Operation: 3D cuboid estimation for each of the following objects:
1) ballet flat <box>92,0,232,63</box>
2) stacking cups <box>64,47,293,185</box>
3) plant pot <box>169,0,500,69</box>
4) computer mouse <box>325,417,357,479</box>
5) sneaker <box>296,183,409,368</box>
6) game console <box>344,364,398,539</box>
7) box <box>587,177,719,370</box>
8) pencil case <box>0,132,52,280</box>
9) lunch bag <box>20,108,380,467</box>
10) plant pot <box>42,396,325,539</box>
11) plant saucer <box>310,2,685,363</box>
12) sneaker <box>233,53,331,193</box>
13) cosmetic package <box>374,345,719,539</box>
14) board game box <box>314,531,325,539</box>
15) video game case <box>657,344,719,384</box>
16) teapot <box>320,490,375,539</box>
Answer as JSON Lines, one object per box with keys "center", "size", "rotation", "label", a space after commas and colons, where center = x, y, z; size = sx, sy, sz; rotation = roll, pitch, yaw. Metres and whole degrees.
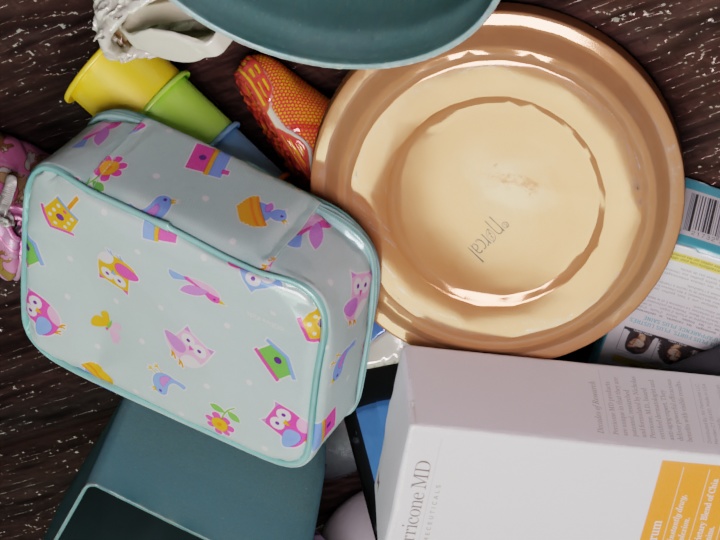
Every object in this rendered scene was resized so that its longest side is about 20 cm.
{"center": [-0.056, -0.139, 1.525], "size": [0.199, 0.072, 0.072], "rotation": [-6, 138, 30], "label": "ballet flat"}
{"center": [-0.073, -0.047, 1.597], "size": [0.200, 0.060, 0.061], "rotation": [44, 143, 3], "label": "stacking cups"}
{"center": [-0.011, -0.210, 1.350], "size": [0.199, 0.135, 0.201], "rotation": [13, 143, 10], "label": "plant pot"}
{"center": [-0.050, 0.129, 1.902], "size": [0.058, 0.034, 0.200], "rotation": [33, 143, -19], "label": "computer mouse"}
{"center": [0.000, 0.000, 1.672], "size": [0.199, 0.112, 0.077], "rotation": [-11, 180, -10], "label": "sneaker"}
{"center": [0.046, 0.152, 1.725], "size": [0.118, 0.172, 0.201], "rotation": [-15, 90, 12], "label": "game console"}
{"center": [0.181, 0.032, 1.650], "size": [0.082, 0.049, 0.200], "rotation": [17, 144, 2], "label": "box"}
{"center": [-0.272, -0.070, 1.703], "size": [0.199, 0.083, 0.087], "rotation": [27, 145, -8], "label": "pencil case"}
{"center": [-0.090, 0.011, 1.567], "size": [0.199, 0.077, 0.161], "rotation": [25, 138, 19], "label": "lunch bag"}
{"center": [-0.103, 0.132, 1.775], "size": [0.141, 0.201, 0.142], "rotation": [26, 130, -8], "label": "plant pot"}
{"center": [0.072, -0.041, 1.536], "size": [0.199, 0.032, 0.202], "rotation": [2, 113, 4], "label": "plant saucer"}
{"center": [0.014, -0.056, 1.612], "size": [0.200, 0.077, 0.073], "rotation": [41, 177, -8], "label": "sneaker"}
{"center": [0.113, 0.108, 1.567], "size": [0.199, 0.071, 0.102], "rotation": [6, 126, -7], "label": "cosmetic package"}
{"center": [-0.042, 0.217, 1.876], "size": [0.200, 0.032, 0.121], "rotation": [43, 134, 38], "label": "board game box"}
{"center": [0.194, 0.108, 1.668], "size": [0.199, 0.026, 0.181], "rotation": [-23, 145, 13], "label": "video game case"}
{"center": [0.043, 0.244, 1.914], "size": [0.196, 0.147, 0.201], "rotation": [4, 143, 21], "label": "teapot"}
